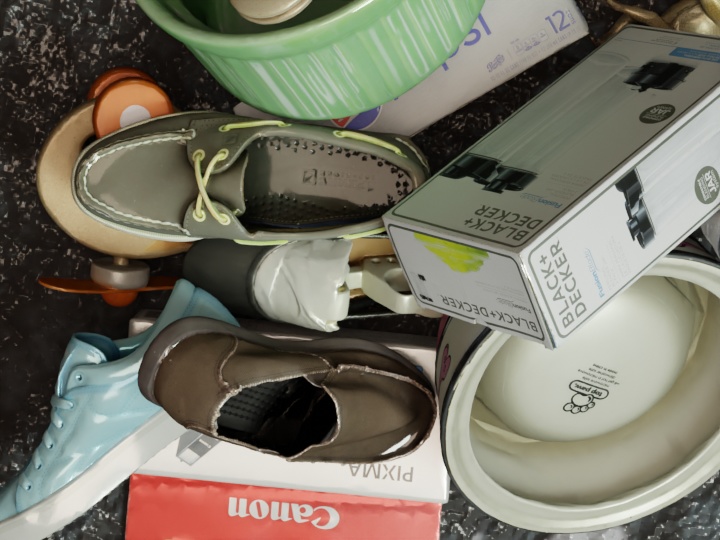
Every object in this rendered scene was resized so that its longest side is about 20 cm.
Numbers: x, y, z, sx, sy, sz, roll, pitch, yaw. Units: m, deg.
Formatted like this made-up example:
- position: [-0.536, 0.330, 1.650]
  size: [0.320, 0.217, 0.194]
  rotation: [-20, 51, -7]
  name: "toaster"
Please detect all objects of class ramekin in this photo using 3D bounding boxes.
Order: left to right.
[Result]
- position: [-0.023, -0.179, 1.150]
  size: [0.198, 0.098, 0.202]
  rotation: [-10, 59, 17]
  name: "ramekin"

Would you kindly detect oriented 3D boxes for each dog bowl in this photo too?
- position: [0.131, 0.051, 1.201]
  size: [0.198, 0.074, 0.201]
  rotation: [-10, 129, -12]
  name: "dog bowl"

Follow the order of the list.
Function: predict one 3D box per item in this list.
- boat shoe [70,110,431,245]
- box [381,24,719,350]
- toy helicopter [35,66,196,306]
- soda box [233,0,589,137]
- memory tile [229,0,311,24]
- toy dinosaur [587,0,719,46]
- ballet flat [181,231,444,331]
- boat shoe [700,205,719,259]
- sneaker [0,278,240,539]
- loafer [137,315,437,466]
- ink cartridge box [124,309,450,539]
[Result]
- position: [-0.061, -0.050, 1.154]
  size: [0.200, 0.060, 0.073]
  rotation: [1, 94, 0]
  name: "boat shoe"
- position: [0.123, -0.049, 1.120]
  size: [0.200, 0.116, 0.060]
  rotation: [-38, 121, -24]
  name: "box"
- position: [-0.100, -0.021, 1.238]
  size: [0.199, 0.079, 0.133]
  rotation: [31, 93, -15]
  name: "toy helicopter"
- position: [0.029, -0.116, 1.218]
  size: [0.199, 0.063, 0.069]
  rotation: [-30, 95, 7]
  name: "soda box"
- position: [-0.007, -0.224, 1.096]
  size: [0.199, 0.017, 0.154]
  rotation: [-35, 55, 1]
  name: "memory tile"
- position: [0.203, -0.155, 1.219]
  size: [0.199, 0.058, 0.101]
  rotation: [-35, 111, 15]
  name: "toy dinosaur"
- position: [0.000, 0.000, 1.209]
  size: [0.198, 0.068, 0.069]
  rotation: [-4, 117, -14]
  name: "ballet flat"
- position: [0.274, -0.005, 1.141]
  size: [0.199, 0.067, 0.074]
  rotation: [21, 105, -23]
  name: "boat shoe"
- position: [-0.153, 0.079, 1.211]
  size: [0.200, 0.074, 0.082]
  rotation: [-38, 97, 4]
  name: "sneaker"
- position: [-0.030, 0.080, 1.164]
  size: [0.199, 0.071, 0.073]
  rotation: [10, 115, -40]
  name: "loafer"
- position: [-0.045, 0.121, 1.272]
  size: [0.198, 0.045, 0.178]
  rotation: [5, 99, 2]
  name: "ink cartridge box"
